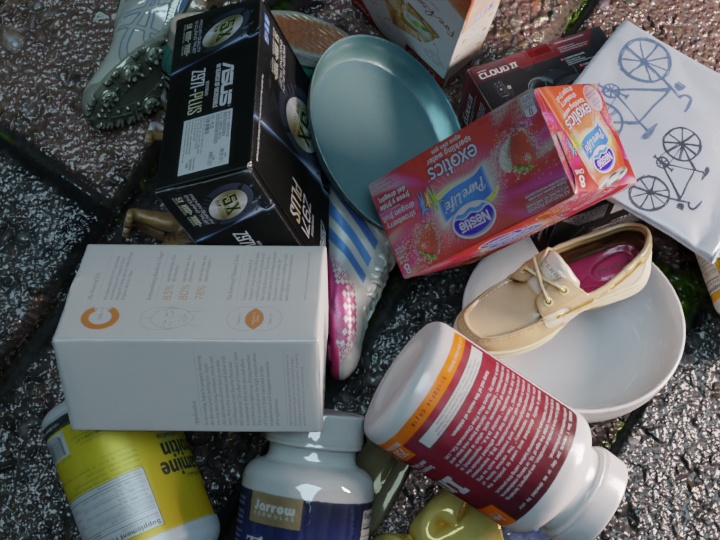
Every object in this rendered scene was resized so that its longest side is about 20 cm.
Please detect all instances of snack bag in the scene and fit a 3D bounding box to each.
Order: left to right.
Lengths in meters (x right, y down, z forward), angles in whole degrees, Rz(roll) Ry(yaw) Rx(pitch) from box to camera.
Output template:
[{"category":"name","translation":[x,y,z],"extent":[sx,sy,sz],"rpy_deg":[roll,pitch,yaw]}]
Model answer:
[{"category":"snack bag","translation":[0.275,-0.121,1.049],"extent":[0.200,0.021,0.189],"rpy_deg":[33,65,14]}]

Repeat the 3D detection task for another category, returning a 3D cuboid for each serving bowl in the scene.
[{"category":"serving bowl","translation":[0.189,0.058,1.068],"extent":[0.199,0.066,0.201],"rpy_deg":[1,55,-1]}]

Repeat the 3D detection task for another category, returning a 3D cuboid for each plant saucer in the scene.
[{"category":"plant saucer","translation":[0.023,-0.122,1.087],"extent":[0.200,0.027,0.201],"rpy_deg":[20,60,-38]}]

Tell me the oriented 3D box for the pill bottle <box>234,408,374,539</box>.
[{"category":"pill bottle","translation":[-0.048,0.215,0.964],"extent":[0.111,0.111,0.201],"rpy_deg":[7,86,-3]}]

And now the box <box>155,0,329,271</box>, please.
[{"category":"box","translation":[-0.094,-0.104,1.011],"extent":[0.086,0.164,0.200],"rpy_deg":[-12,52,16]}]

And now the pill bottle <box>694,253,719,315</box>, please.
[{"category":"pill bottle","translation":[0.372,-0.020,1.093],"extent":[0.112,0.113,0.201],"rpy_deg":[-14,77,-8]}]

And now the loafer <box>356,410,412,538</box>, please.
[{"category":"loafer","translation":[0.031,0.138,1.041],"extent":[0.067,0.076,0.200],"rpy_deg":[28,77,3]}]

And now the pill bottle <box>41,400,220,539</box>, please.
[{"category":"pill bottle","translation":[-0.186,0.197,0.989],"extent":[0.112,0.112,0.200],"rpy_deg":[-22,79,-10]}]

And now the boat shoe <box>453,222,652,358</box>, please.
[{"category":"boat shoe","translation":[0.170,0.009,1.020],"extent":[0.200,0.069,0.074],"rpy_deg":[-26,58,-18]}]

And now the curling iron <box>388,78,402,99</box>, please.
[{"category":"curling iron","translation":[-0.036,-0.119,1.129],"extent":[0.050,0.026,0.200],"rpy_deg":[45,75,0]}]

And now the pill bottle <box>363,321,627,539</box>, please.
[{"category":"pill bottle","translation":[0.112,0.139,0.949],"extent":[0.200,0.113,0.113],"rpy_deg":[34,75,-7]}]

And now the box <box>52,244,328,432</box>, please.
[{"category":"box","translation":[-0.127,0.053,0.933],"extent":[0.199,0.098,0.125],"rpy_deg":[1,36,1]}]

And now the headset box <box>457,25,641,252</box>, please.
[{"category":"headset box","translation":[0.195,-0.132,1.105],"extent":[0.148,0.077,0.200],"rpy_deg":[-21,64,-15]}]

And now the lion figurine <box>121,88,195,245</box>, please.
[{"category":"lion figurine","translation":[-0.150,-0.068,1.085],"extent":[0.122,0.072,0.201],"rpy_deg":[13,70,-11]}]

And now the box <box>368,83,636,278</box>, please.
[{"category":"box","translation":[0.117,-0.073,0.993],"extent":[0.100,0.200,0.096],"rpy_deg":[-12,79,-47]}]

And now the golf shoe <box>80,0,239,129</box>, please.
[{"category":"golf shoe","translation":[-0.210,-0.223,1.131],"extent":[0.097,0.078,0.200],"rpy_deg":[33,71,25]}]

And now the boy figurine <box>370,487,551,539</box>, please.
[{"category":"boy figurine","translation":[0.092,0.243,1.025],"extent":[0.199,0.064,0.125],"rpy_deg":[-22,103,-7]}]

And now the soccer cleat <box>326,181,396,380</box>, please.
[{"category":"soccer cleat","translation":[0.000,0.000,1.079],"extent":[0.086,0.070,0.201],"rpy_deg":[-2,76,-6]}]

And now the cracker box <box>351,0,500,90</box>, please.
[{"category":"cracker box","translation":[0.060,-0.265,1.086],"extent":[0.058,0.200,0.134],"rpy_deg":[-41,82,-12]}]

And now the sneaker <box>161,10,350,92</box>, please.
[{"category":"sneaker","translation":[-0.097,-0.200,1.127],"extent":[0.199,0.080,0.072],"rpy_deg":[-1,50,-26]}]
